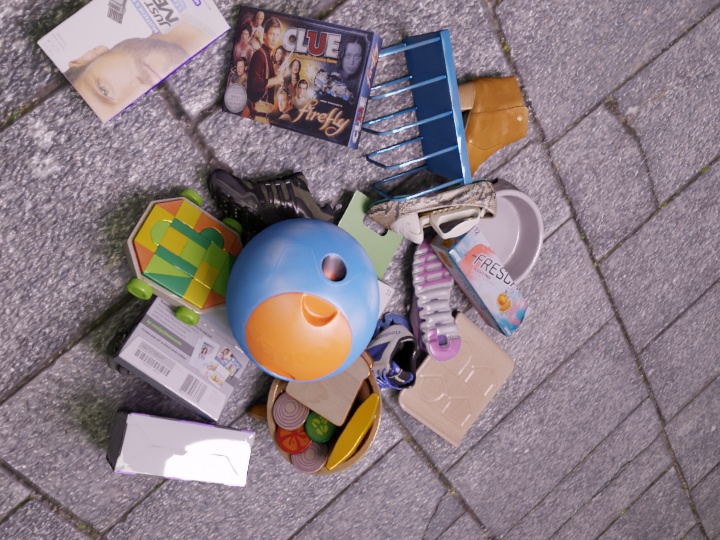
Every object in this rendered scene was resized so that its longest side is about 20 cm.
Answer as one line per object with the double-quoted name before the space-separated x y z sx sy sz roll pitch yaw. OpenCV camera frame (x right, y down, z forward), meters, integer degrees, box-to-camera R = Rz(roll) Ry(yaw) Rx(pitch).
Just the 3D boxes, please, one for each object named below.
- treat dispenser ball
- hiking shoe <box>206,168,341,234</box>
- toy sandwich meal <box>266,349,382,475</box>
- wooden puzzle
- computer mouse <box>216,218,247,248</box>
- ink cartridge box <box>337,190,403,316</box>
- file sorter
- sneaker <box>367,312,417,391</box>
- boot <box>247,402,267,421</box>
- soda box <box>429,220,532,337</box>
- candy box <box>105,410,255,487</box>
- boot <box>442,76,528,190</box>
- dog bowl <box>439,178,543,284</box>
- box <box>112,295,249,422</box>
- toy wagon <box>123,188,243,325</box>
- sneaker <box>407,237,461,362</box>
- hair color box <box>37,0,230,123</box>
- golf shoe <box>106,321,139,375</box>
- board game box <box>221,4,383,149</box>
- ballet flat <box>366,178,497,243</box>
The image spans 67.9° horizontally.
"treat dispenser ball" -0.071 0.037 0.682 0.195 0.201 0.207 -6 109 -19
"hiking shoe" -0.123 -0.102 0.775 0.197 0.075 0.103 29 66 -23
"toy sandwich meal" -0.055 0.195 0.789 0.198 0.070 0.212 -3 74 10
"wooden puzzle" 0.177 0.202 1.002 0.184 0.046 0.202 38 85 -27
"computer mouse" -0.153 -0.018 0.810 0.198 0.034 0.060 35 83 -20
"ink cartridge box" 0.000 0.000 0.842 0.144 0.048 0.203 27 96 -44
"file sorter" 0.064 -0.218 0.772 0.120 0.139 0.205 -19 113 -10
"sneaker" 0.027 0.170 0.889 0.080 0.115 0.201 39 90 -26
"boot" -0.085 0.179 0.874 0.195 0.071 0.149 0 75 15
"soda box" 0.196 0.012 0.867 0.063 0.068 0.201 -43 116 -6
"candy box" -0.258 0.246 0.750 0.164 0.199 0.074 17 70 -24
"boot" 0.203 -0.200 0.856 0.140 0.071 0.208 -10 103 -14
"dog bowl" 0.233 -0.055 0.934 0.194 0.059 0.207 -7 110 -20
"box" -0.215 0.077 0.739 0.155 0.041 0.203 40 56 -22
"toy wagon" -0.209 -0.008 0.718 0.198 0.039 0.158 35 58 -25
"sneaker" 0.114 0.050 0.912 0.078 0.088 0.207 -4 86 -20
"hair color box" -0.271 -0.287 0.656 0.199 0.065 0.110 -39 117 -4
"golf shoe" -0.272 0.089 0.776 0.197 0.094 0.080 -19 84 -39
"board game box" -0.080 -0.250 0.691 0.195 0.034 0.140 19 102 18
"ballet flat" 0.108 -0.081 0.791 0.194 0.068 0.077 -11 67 2
